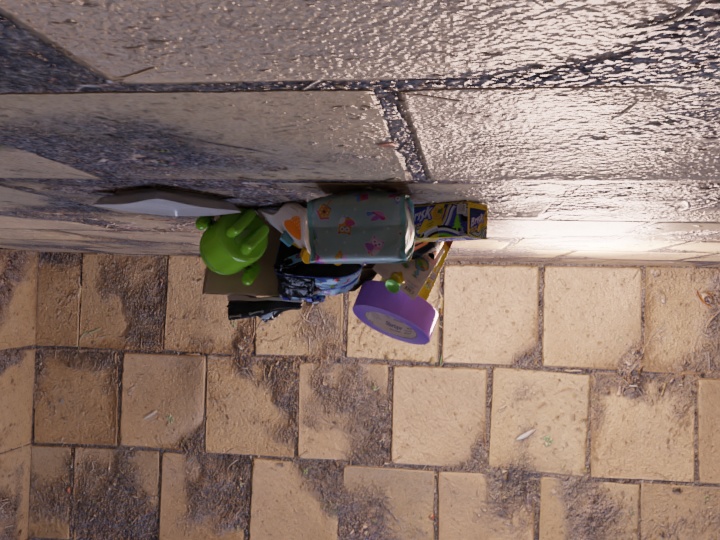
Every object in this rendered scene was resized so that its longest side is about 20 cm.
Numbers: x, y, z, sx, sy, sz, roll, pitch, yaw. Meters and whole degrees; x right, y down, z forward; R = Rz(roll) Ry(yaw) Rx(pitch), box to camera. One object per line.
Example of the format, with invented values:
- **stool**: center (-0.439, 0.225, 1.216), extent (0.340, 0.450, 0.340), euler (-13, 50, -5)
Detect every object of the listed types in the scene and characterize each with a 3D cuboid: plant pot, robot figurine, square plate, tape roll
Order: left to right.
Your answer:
- **square plate**: center (-0.354, -0.124, 1.298), extent (0.196, 0.029, 0.196), euler (0, 177, 37)
- **robot figurine**: center (-0.270, -0.059, 1.496), extent (0.198, 0.176, 0.116), euler (-23, -156, 53)
- **plant pot**: center (-0.274, -0.032, 1.691), extent (0.194, 0.183, 0.199), euler (3, 177, -15)
- **tape roll**: center (0.081, 0.100, 1.654), extent (0.195, 0.067, 0.201), euler (21, 161, 8)

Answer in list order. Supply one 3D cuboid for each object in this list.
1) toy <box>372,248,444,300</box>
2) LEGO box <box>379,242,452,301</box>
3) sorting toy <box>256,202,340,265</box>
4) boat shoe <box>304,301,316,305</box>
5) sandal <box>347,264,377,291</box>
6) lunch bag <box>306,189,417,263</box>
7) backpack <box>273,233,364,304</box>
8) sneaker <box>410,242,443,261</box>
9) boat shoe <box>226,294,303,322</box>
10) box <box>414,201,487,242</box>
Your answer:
- **toy**: center (0.106, -0.014, 1.605), extent (0.114, 0.048, 0.201), euler (35, -139, 3)
- **LEGO box**: center (0.129, -0.002, 1.760), extent (0.076, 0.204, 0.148), euler (31, 166, -22)
- **sorting toy**: center (-0.120, -0.092, 1.452), extent (0.178, 0.110, 0.198), euler (25, -167, 37)
- **boat shoe**: center (-0.126, 0.039, 1.708), extent (0.067, 0.073, 0.200), euler (37, 177, 6)
- **sandal**: center (0.000, 0.000, 1.682), extent (0.054, 0.081, 0.199), euler (45, -160, 8)
- **lunch bag**: center (0.008, -0.072, 1.180), extent (0.165, 0.126, 0.200), euler (-1, -174, 8)
- **backpack**: center (-0.081, -0.022, 1.555), extent (0.194, 0.186, 0.137), euler (2, 138, 5)
- **sneaker**: center (0.106, -0.062, 1.545), extent (0.196, 0.092, 0.070), euler (1, -158, -36)
- **boat shoe**: center (-0.219, 0.089, 1.626), extent (0.195, 0.062, 0.075), euler (-1, 176, 26)
- **box**: center (0.143, -0.090, 1.342), extent (0.197, 0.066, 0.069), euler (1, 178, 44)
